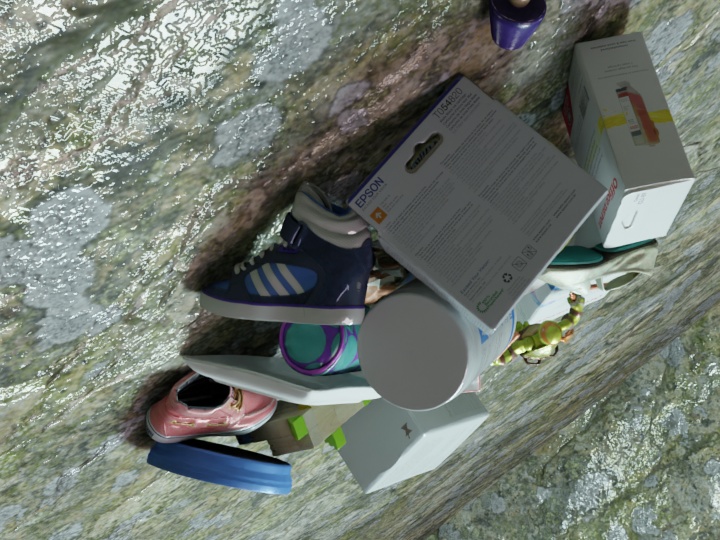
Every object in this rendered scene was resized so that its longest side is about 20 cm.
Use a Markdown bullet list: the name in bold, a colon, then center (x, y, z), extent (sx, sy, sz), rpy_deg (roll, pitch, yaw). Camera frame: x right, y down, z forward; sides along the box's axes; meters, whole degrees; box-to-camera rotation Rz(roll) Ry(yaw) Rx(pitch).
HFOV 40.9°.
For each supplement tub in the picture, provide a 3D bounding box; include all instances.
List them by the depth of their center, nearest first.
- **supplement tub**: center (0.091, 0.068, 1.084), extent (0.132, 0.132, 0.200), rpy_deg (-46, 172, 24)

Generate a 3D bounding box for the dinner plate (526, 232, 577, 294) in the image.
- **dinner plate**: center (0.169, -0.058, 1.165), extent (0.200, 0.201, 0.024), rpy_deg (-37, -167, 5)

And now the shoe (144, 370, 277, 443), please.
- **shoe**: center (-0.175, 0.169, 1.251), extent (0.199, 0.072, 0.091), rpy_deg (-5, 153, -42)

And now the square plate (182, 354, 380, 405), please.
- **square plate**: center (-0.086, 0.136, 1.197), extent (0.198, 0.198, 0.029), rpy_deg (11, 90, -59)

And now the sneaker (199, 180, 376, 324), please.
- **sneaker**: center (-0.079, -0.022, 1.030), extent (0.198, 0.148, 0.080), rpy_deg (4, -176, 24)

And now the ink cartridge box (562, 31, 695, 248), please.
- **ink cartridge box**: center (0.306, -0.149, 1.125), extent (0.083, 0.202, 0.145), rpy_deg (-10, 156, -1)

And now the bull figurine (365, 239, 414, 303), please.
- **bull figurine**: center (0.000, 0.000, 1.162), extent (0.120, 0.066, 0.200), rpy_deg (-8, 170, 14)

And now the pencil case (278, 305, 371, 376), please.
- **pencil case**: center (-0.031, 0.082, 1.193), extent (0.084, 0.093, 0.200), rpy_deg (-12, 174, 15)

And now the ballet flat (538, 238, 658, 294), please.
- **ballet flat**: center (0.282, 0.000, 1.164), extent (0.198, 0.067, 0.063), rpy_deg (-11, 111, -23)

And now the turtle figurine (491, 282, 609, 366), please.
- **turtle figurine**: center (0.232, 0.084, 1.252), extent (0.199, 0.065, 0.161), rpy_deg (-33, 179, -16)

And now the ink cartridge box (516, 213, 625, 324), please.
- **ink cartridge box**: center (0.290, -0.009, 1.318), extent (0.143, 0.085, 0.200), rpy_deg (-20, 160, -15)

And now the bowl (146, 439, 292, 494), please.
- **bowl**: center (-0.187, 0.260, 1.302), extent (0.200, 0.199, 0.040), rpy_deg (31, 69, -65)

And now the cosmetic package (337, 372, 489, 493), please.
- **cosmetic package**: center (0.069, 0.236, 1.597), extent (0.199, 0.167, 0.168), rpy_deg (-3, 141, -52)

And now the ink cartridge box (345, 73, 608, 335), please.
- **ink cartridge box**: center (0.118, -0.070, 0.994), extent (0.200, 0.200, 0.041), rpy_deg (-47, 172, -13)

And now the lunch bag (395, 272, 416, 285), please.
- **lunch bag**: center (0.134, -0.010, 1.279), extent (0.200, 0.077, 0.160), rpy_deg (-45, 175, 21)

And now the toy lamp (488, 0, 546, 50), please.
- **toy lamp**: center (0.155, -0.281, 0.870), extent (0.058, 0.058, 0.201), rpy_deg (-26, 156, -20)

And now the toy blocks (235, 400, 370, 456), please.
- **toy blocks**: center (-0.091, 0.214, 1.403), extent (0.136, 0.101, 0.200), rpy_deg (-17, -173, 32)

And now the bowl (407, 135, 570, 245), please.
- **bowl**: center (0.144, -0.058, 1.086), extent (0.200, 0.201, 0.094), rpy_deg (-29, 151, -13)

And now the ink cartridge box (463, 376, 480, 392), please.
- **ink cartridge box**: center (0.091, 0.104, 1.327), extent (0.115, 0.068, 0.200), rpy_deg (-4, -164, -3)

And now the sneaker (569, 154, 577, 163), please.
- **sneaker**: center (0.241, -0.084, 1.353), extent (0.090, 0.079, 0.201), rpy_deg (-9, 143, -27)
